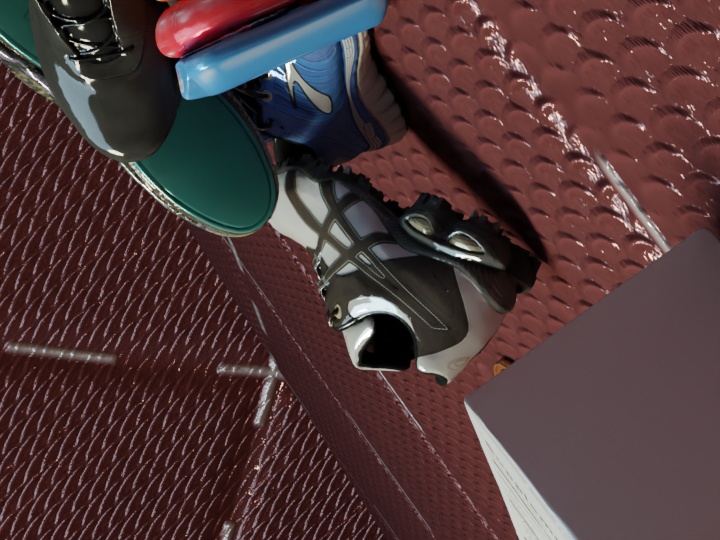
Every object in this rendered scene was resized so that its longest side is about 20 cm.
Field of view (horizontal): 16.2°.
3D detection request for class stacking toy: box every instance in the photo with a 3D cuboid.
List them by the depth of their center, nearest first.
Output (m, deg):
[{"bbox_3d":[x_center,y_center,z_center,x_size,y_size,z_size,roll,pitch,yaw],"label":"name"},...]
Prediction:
[{"bbox_3d":[-0.073,-0.191,1.209,0.116,0.109,0.200,-152,39,-83],"label":"stacking toy"}]

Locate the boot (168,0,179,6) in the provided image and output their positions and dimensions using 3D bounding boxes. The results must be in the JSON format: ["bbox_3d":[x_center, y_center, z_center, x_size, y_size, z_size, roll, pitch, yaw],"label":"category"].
[{"bbox_3d":[-0.116,-0.155,1.382,0.131,0.070,0.200,18,158,-2],"label":"boot"}]

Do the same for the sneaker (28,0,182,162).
[{"bbox_3d":[-0.139,-0.145,1.228,0.091,0.076,0.201,-79,-26,-73],"label":"sneaker"}]

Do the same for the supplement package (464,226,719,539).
[{"bbox_3d":[0.132,0.097,0.977,0.117,0.117,0.200,52,173,29],"label":"supplement package"}]

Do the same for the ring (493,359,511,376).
[{"bbox_3d":[0.141,0.144,1.633,0.201,0.019,0.200,54,174,8],"label":"ring"}]

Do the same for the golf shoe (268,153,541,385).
[{"bbox_3d":[0.000,0.000,1.334,0.078,0.095,0.200,32,173,-38],"label":"golf shoe"}]

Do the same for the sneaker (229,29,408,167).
[{"bbox_3d":[-0.042,-0.112,1.345,0.079,0.089,0.200,49,171,39],"label":"sneaker"}]

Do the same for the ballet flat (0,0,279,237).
[{"bbox_3d":[-0.123,-0.096,1.333,0.200,0.072,0.072,42,179,-19],"label":"ballet flat"}]
